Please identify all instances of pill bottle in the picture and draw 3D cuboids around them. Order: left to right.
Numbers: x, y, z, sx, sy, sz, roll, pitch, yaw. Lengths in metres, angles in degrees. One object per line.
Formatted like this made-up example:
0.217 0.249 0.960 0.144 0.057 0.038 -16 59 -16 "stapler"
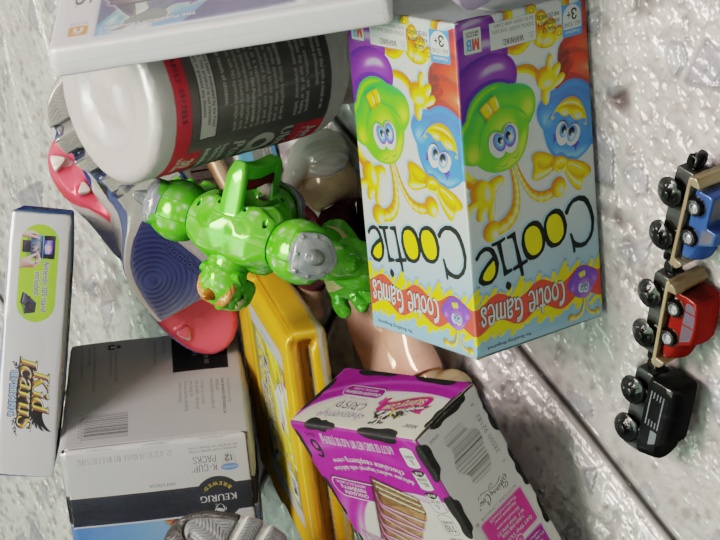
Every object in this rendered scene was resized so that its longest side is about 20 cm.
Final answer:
-0.078 -0.130 1.473 0.111 0.200 0.111 28 127 46 "pill bottle"

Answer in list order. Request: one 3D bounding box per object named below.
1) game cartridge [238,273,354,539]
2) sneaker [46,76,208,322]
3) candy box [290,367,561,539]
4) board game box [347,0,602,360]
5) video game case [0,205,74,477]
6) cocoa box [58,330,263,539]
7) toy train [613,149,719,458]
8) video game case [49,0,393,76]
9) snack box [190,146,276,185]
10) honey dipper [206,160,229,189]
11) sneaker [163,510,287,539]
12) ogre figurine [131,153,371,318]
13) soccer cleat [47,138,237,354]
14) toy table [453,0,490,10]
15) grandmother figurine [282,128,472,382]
-0.050 0.091 1.614 0.200 0.032 0.177 -133 33 -67 "game cartridge"
-0.157 -0.075 1.639 0.115 0.080 0.200 -110 -5 -64 "sneaker"
0.056 0.161 1.484 0.136 0.061 0.200 3 130 54 "candy box"
0.068 -0.064 1.386 0.105 0.103 0.200 17 118 50 "board game box"
-0.232 0.046 1.670 0.200 0.045 0.182 -157 72 -83 "video game case"
-0.140 0.142 1.673 0.200 0.133 0.132 -105 9 -70 "cocoa box"
0.182 0.024 1.330 0.046 0.034 0.200 34 131 37 "toy train"
-0.080 -0.185 1.398 0.182 0.200 0.023 -90 -10 -55 "video game case"
-0.140 -0.116 1.707 0.200 0.037 0.116 -4 102 54 "snack box"
-0.112 -0.096 1.621 0.200 0.038 0.038 60 144 8 "honey dipper"
-0.039 0.228 1.533 0.200 0.075 0.116 24 160 4 "sneaker"
-0.062 -0.025 1.486 0.200 0.120 0.098 40 104 23 "ogre figurine"
-0.157 -0.023 1.712 0.200 0.067 0.076 50 178 3 "soccer cleat"
0.058 -0.253 1.267 0.117 0.184 0.200 40 124 15 "toy table"
0.000 0.000 1.556 0.121 0.061 0.200 -29 77 32 "grandmother figurine"
